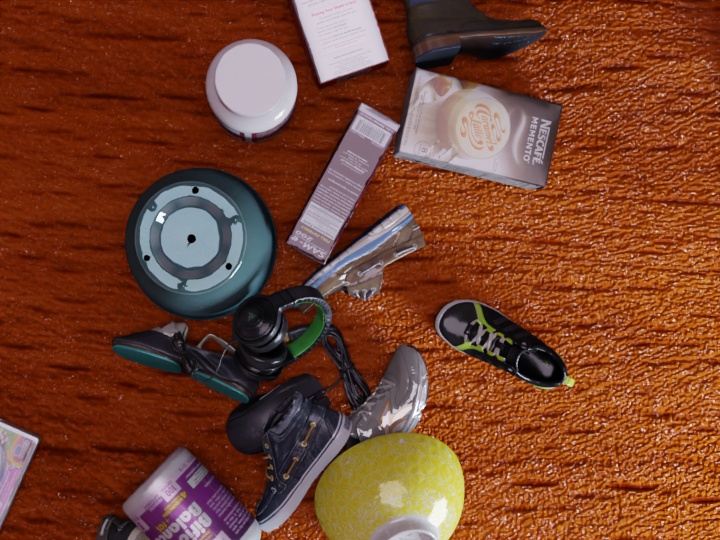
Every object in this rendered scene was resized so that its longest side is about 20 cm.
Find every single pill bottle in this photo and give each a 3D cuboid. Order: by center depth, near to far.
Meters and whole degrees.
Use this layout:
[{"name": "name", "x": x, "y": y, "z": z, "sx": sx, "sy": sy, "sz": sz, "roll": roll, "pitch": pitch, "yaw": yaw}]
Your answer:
[{"name": "pill bottle", "x": -0.134, "y": -0.223, "z": 1.422, "sx": 0.112, "sy": 0.200, "sz": 0.114, "roll": 0, "pitch": 91, "yaw": -5}, {"name": "pill bottle", "x": -0.199, "y": 0.333, "z": 1.469, "sx": 0.200, "sy": 0.112, "sz": 0.112, "roll": 45, "pitch": 88, "yaw": -1}]

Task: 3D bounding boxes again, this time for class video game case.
[{"name": "video game case", "x": -0.536, "y": 0.242, "z": 1.491, "sx": 0.199, "sy": 0.018, "sz": 0.144, "roll": 25, "pitch": 90, "yaw": -4}]

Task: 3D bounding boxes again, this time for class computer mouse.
[{"name": "computer mouse", "x": -0.094, "y": 0.154, "z": 1.510, "sx": 0.198, "sy": 0.046, "sz": 0.142, "roll": -21, "pitch": 94, "yaw": -4}]

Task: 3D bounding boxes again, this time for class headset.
[{"name": "headset", "x": -0.134, "y": 0.078, "z": 1.443, "sx": 0.199, "sy": 0.124, "sz": 0.094, "roll": -24, "pitch": 54, "yaw": -22}]

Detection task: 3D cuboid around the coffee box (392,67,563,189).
[{"name": "coffee box", "x": 0.152, "y": -0.184, "z": 1.506, "sx": 0.198, "sy": 0.080, "sz": 0.116, "roll": 12, "pitch": 90, "yaw": -5}]

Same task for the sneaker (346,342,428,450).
[{"name": "sneaker", "x": 0.024, "y": 0.190, "z": 1.495, "sx": 0.091, "sy": 0.076, "sz": 0.202, "roll": 15, "pitch": 89, "yaw": -23}]

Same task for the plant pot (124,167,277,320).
[{"name": "plant pot", "x": -0.204, "y": -0.038, "z": 1.423, "sx": 0.198, "sy": 0.188, "sz": 0.202, "roll": 0, "pitch": 88, "yaw": -3}]

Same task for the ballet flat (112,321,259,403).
[{"name": "ballet flat", "x": -0.221, "y": 0.109, "z": 1.494, "sx": 0.198, "sy": 0.073, "sz": 0.074, "roll": 20, "pitch": 89, "yaw": 1}]

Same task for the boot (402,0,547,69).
[{"name": "boot", "x": 0.148, "y": -0.331, "z": 1.503, "sx": 0.198, "sy": 0.075, "sz": 0.098, "roll": -13, "pitch": 77, "yaw": -23}]

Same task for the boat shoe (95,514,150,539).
[{"name": "boat shoe", "x": -0.334, "y": 0.418, "z": 1.491, "sx": 0.067, "sy": 0.072, "sz": 0.202, "roll": 18, "pitch": 90, "yaw": 12}]

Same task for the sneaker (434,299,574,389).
[{"name": "sneaker", "x": 0.194, "y": 0.096, "z": 1.513, "sx": 0.199, "sy": 0.083, "sz": 0.072, "roll": 25, "pitch": 89, "yaw": -5}]

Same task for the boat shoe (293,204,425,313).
[{"name": "boat shoe", "x": 0.000, "y": 0.000, "z": 1.502, "sx": 0.199, "sy": 0.072, "sz": 0.073, "roll": -38, "pitch": 95, "yaw": -3}]

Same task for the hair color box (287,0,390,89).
[{"name": "hair color box", "x": -0.041, "y": -0.350, "z": 1.498, "sx": 0.101, "sy": 0.061, "sz": 0.202, "roll": -18, "pitch": 94, "yaw": -4}]

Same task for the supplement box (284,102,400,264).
[{"name": "supplement box", "x": -0.026, "y": -0.109, "z": 1.479, "sx": 0.061, "sy": 0.109, "sz": 0.201, "roll": 29, "pitch": 90, "yaw": -5}]

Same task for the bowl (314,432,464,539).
[{"name": "bowl", "x": 0.047, "y": 0.315, "z": 1.447, "sx": 0.198, "sy": 0.108, "sz": 0.202, "roll": -8, "pitch": 127, "yaw": -10}]

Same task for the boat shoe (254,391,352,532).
[{"name": "boat shoe", "x": -0.101, "y": 0.242, "z": 1.476, "sx": 0.090, "sy": 0.071, "sz": 0.201, "roll": 31, "pitch": 110, "yaw": -13}]
